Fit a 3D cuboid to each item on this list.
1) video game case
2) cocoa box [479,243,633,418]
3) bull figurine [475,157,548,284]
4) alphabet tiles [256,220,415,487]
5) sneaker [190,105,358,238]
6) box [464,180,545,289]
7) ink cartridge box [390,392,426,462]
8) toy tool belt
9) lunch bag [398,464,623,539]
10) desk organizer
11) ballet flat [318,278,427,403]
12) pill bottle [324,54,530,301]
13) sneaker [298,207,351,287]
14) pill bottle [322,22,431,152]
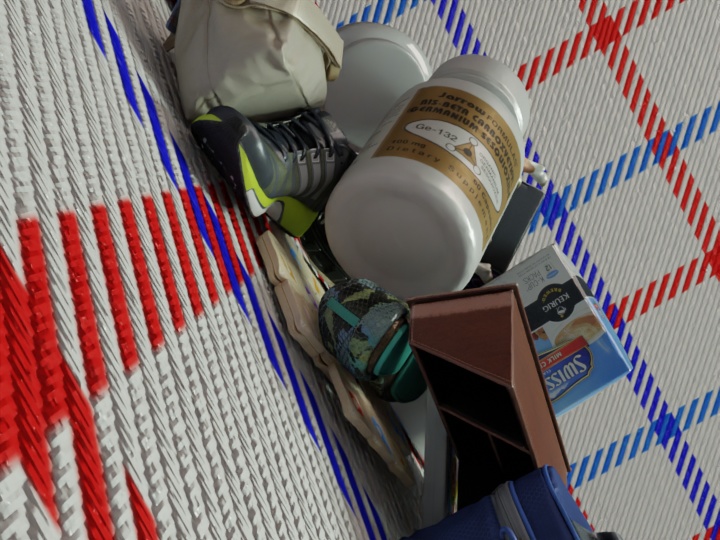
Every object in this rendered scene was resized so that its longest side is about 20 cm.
[{"bbox_3d":[0.077,0.133,0.851,0.200,0.018,0.146,17,75,-75],"label":"video game case"},{"bbox_3d":[0.171,0.071,1.038,0.132,0.132,0.200,60,11,11],"label":"cocoa box"},{"bbox_3d":[0.078,-0.050,0.991,0.120,0.201,0.066,12,41,-20],"label":"bull figurine"},{"bbox_3d":[-0.018,0.059,0.795,0.201,0.014,0.197,56,6,-48],"label":"alphabet tiles"},{"bbox_3d":[-0.053,-0.083,0.754,0.074,0.081,0.200,51,5,10],"label":"sneaker"},{"bbox_3d":[0.090,-0.036,1.166,0.147,0.105,0.200,28,-21,6],"label":"box"},{"bbox_3d":[0.053,0.083,1.040,0.117,0.067,0.201,59,6,-26],"label":"ink cartridge box"},{"bbox_3d":[-0.077,-0.164,0.790,0.200,0.123,0.124,32,38,-79],"label":"toy tool belt"},{"bbox_3d":[0.113,0.213,0.656,0.201,0.131,0.137,57,7,-42],"label":"lunch bag"},{"bbox_3d":[0.087,0.108,0.710,0.078,0.071,0.201,-82,157,-44],"label":"desk organizer"},{"bbox_3d":[0.014,0.045,0.765,0.075,0.074,0.200,63,2,18],"label":"ballet flat"},{"bbox_3d":[0.060,-0.076,0.817,0.115,0.113,0.201,59,38,-23],"label":"pill bottle"},{"bbox_3d":[0.000,0.000,0.891,0.079,0.073,0.202,153,-86,-85],"label":"sneaker"},{"bbox_3d":[0.008,-0.168,1.008,0.115,0.113,0.200,60,4,-13],"label":"pill bottle"}]
